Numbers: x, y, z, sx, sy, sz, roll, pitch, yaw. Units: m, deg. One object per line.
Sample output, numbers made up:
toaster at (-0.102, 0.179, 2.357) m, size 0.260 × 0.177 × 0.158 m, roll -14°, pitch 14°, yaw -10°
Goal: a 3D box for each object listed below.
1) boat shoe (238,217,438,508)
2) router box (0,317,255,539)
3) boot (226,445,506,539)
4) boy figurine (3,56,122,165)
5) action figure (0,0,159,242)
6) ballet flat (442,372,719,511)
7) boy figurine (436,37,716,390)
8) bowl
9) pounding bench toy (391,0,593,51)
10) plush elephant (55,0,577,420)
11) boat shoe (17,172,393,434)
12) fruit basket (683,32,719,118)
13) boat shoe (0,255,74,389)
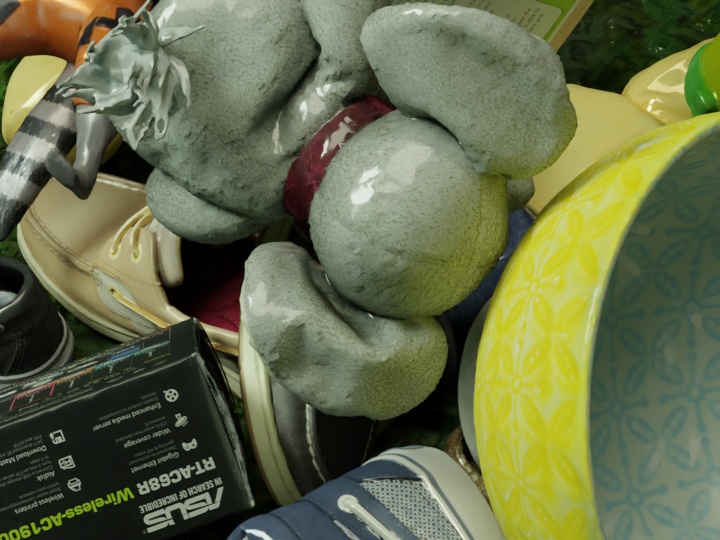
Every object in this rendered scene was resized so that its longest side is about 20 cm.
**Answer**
boat shoe at (0.000, 0.000, 1.116) m, size 0.065 × 0.073 × 0.200 m, roll -9°, pitch 55°, yaw 22°
router box at (-0.141, 0.084, 1.094) m, size 0.200 × 0.062 × 0.150 m, roll -20°, pitch 6°, yaw -2°
boot at (0.034, 0.158, 1.020) m, size 0.090 × 0.073 × 0.200 m, roll -21°, pitch 66°, yaw -37°
boy figurine at (-0.079, -0.114, 1.316) m, size 0.124 × 0.064 × 0.200 m, roll 40°, pitch 67°, yaw 5°
action figure at (-0.129, -0.115, 1.235) m, size 0.200 × 0.105 × 0.194 m, roll 11°, pitch 49°, yaw 37°
ballet flat at (0.122, 0.066, 1.130) m, size 0.200 × 0.065 × 0.071 m, roll -16°, pitch 46°, yaw -6°
boy figurine at (0.085, -0.034, 1.225) m, size 0.200 × 0.064 × 0.124 m, roll -33°, pitch 34°, yaw -22°
bowl at (0.099, 0.044, 1.038) m, size 0.108 × 0.200 × 0.200 m, roll 2°, pitch 45°, yaw 43°
pounding bench toy at (0.014, -0.156, 1.263) m, size 0.124 × 0.200 × 0.156 m, roll 15°, pitch 41°, yaw -25°
plush elephant at (-0.001, -0.048, 1.023) m, size 0.155 × 0.165 × 0.200 m, roll 40°, pitch 26°, yaw 3°
boat shoe at (-0.065, -0.002, 1.217) m, size 0.200 × 0.069 × 0.074 m, roll 28°, pitch 58°, yaw 28°
fruit basket at (0.241, -0.084, 1.198) m, size 0.215 × 0.156 × 0.216 m, roll -19°, pitch 51°, yaw 25°
boat shoe at (-0.218, 0.010, 1.234) m, size 0.200 × 0.066 × 0.070 m, roll 11°, pitch 52°, yaw 18°
